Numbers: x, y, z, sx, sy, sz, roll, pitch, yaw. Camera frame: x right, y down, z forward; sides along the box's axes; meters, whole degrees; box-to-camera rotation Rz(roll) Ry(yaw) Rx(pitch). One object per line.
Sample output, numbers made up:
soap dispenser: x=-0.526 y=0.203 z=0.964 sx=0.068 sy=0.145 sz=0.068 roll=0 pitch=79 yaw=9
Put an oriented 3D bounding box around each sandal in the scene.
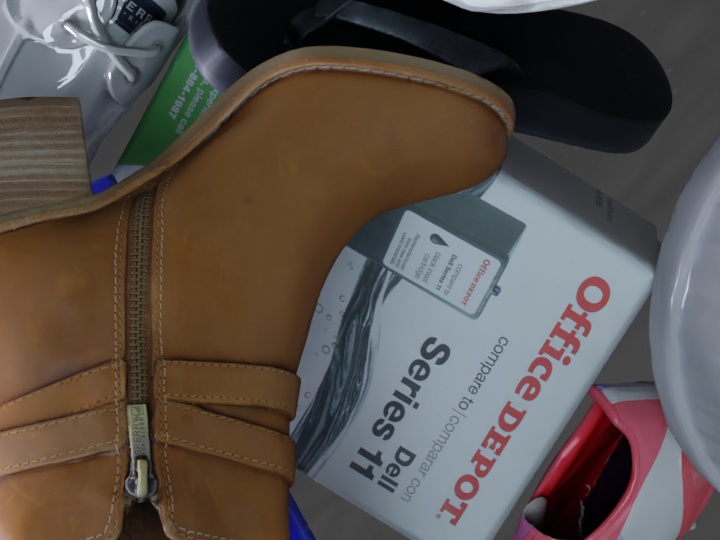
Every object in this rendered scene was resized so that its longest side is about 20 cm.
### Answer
sandal: x=0.030 y=-0.086 z=0.703 sx=0.198 sy=0.077 sz=0.043 roll=1 pitch=141 yaw=-30

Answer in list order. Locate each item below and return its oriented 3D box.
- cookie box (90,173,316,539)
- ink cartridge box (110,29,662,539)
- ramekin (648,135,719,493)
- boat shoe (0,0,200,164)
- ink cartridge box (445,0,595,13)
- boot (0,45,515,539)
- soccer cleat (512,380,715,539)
cookie box: x=-0.126 y=0.094 z=0.658 sx=0.199 sy=0.075 sz=0.172 roll=-29 pitch=73 yaw=-5
ink cartridge box: x=0.000 y=0.000 z=0.756 sx=0.199 sy=0.083 sz=0.147 roll=31 pitch=105 yaw=0
ramekin: x=0.213 y=0.019 z=0.690 sx=0.200 sy=0.094 sz=0.205 roll=-6 pitch=108 yaw=-17
boat shoe: x=-0.098 y=-0.097 z=0.702 sx=0.073 sy=0.065 sz=0.202 roll=34 pitch=67 yaw=-34
ink cartridge box: x=0.075 y=-0.109 z=0.680 sx=0.199 sy=0.161 sz=0.050 roll=26 pitch=106 yaw=0
boot: x=-0.034 y=0.015 z=0.601 sx=0.198 sy=0.077 sz=0.157 roll=-5 pitch=63 yaw=-16
soccer cleat: x=0.076 y=0.133 z=0.777 sx=0.076 sy=0.067 sz=0.201 roll=19 pitch=105 yaw=-40
